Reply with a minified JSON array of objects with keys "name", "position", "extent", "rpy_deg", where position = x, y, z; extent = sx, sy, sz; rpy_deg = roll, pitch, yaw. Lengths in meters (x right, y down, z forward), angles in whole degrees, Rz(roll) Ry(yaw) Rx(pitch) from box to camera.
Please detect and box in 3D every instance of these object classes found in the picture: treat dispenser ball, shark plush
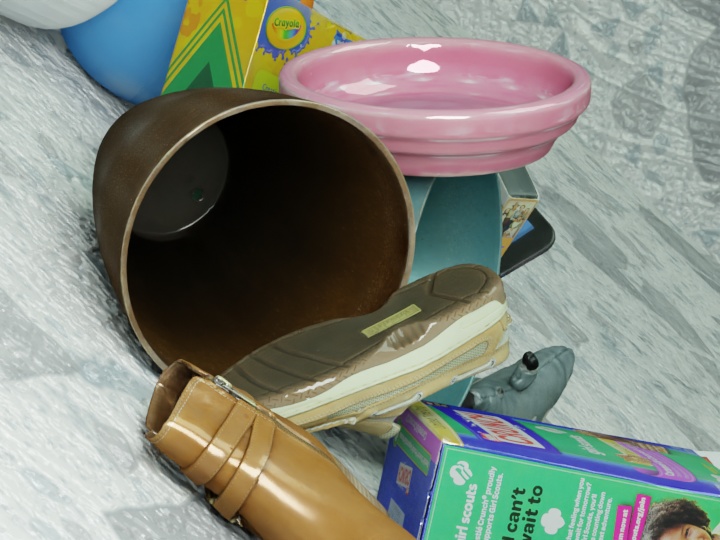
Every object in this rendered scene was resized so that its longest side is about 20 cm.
[{"name":"treat dispenser ball","position":[-0.133,-0.218,2.042],"extent":[0.201,0.201,0.201],"rpy_deg":[40,13,-11]},{"name":"shark plush","position":[0.101,0.085,2.013],"extent":[0.091,0.083,0.200],"rpy_deg":[49,14,26]}]

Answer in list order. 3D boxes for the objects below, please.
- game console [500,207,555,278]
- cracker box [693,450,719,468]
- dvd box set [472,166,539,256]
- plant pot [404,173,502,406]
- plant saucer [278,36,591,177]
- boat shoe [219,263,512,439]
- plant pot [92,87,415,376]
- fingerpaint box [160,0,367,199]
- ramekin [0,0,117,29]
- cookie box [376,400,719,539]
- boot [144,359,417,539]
[{"name":"game console","position":[0.033,-0.069,2.240],"extent":[0.172,0.119,0.200],"rpy_deg":[25,20,-54]},{"name":"cracker box","position":[0.277,0.199,1.886],"extent":[0.134,0.058,0.200],"rpy_deg":[3,27,-18]},{"name":"dvd box set","position":[0.052,-0.040,1.978],"extent":[0.029,0.200,0.147],"rpy_deg":[1,50,-31]},{"name":"plant pot","position":[0.000,0.000,1.820],"extent":[0.134,0.201,0.200],"rpy_deg":[9,2,19]},{"name":"plant saucer","position":[0.047,-0.104,1.742],"extent":[0.200,0.051,0.201],"rpy_deg":[0,18,0]},{"name":"boat shoe","position":[0.003,0.070,1.608],"extent":[0.072,0.200,0.076],"rpy_deg":[-132,-157,-57]},{"name":"plant pot","position":[-0.091,-0.038,1.686],"extent":[0.187,0.187,0.200],"rpy_deg":[35,0,-29]},{"name":"fingerpaint box","position":[-0.062,-0.102,1.934],"extent":[0.073,0.167,0.200],"rpy_deg":[13,-4,32]},{"name":"ramekin","position":[-0.225,-0.270,1.937],"extent":[0.098,0.201,0.201],"rpy_deg":[28,19,-49]},{"name":"cookie box","position":[0.122,0.140,1.654],"extent":[0.199,0.075,0.171],"rpy_deg":[11,5,-9]},{"name":"boot","position":[-0.041,0.122,1.466],"extent":[0.155,0.077,0.200],"rpy_deg":[40,10,-18]}]
